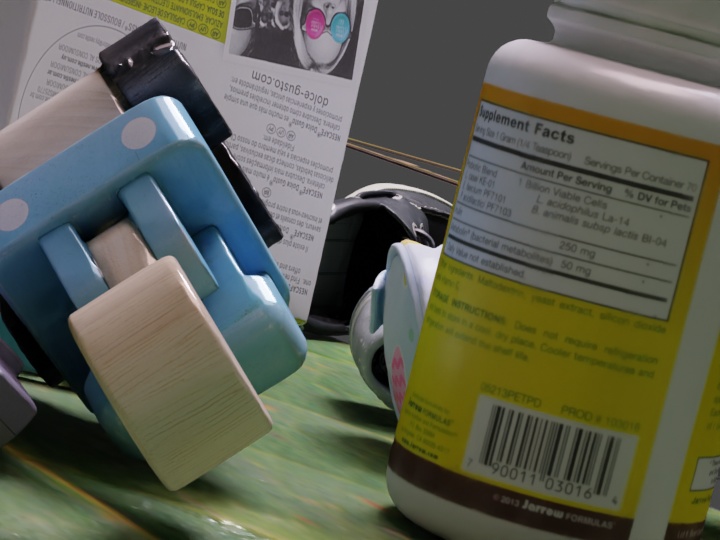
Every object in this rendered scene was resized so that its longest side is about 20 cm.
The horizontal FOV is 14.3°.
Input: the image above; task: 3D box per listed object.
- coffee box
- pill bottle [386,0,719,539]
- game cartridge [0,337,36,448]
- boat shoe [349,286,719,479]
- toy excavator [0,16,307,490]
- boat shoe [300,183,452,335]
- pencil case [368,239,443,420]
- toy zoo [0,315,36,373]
[{"bbox_3d":[-0.135,-0.099,1.190,0.199,0.199,0.199,9,-4,39],"label":"coffee box"},{"bbox_3d":[0.081,-0.005,0.953,0.108,0.201,0.109,14,5,-1],"label":"pill bottle"},{"bbox_3d":[-0.172,-0.023,0.923,0.130,0.038,0.200,55,-5,-26],"label":"game cartridge"},{"bbox_3d":[0.092,0.052,1.166,0.199,0.071,0.072,12,19,-1],"label":"boat shoe"},{"bbox_3d":[-0.061,0.013,0.901,0.200,0.100,0.195,56,-3,35],"label":"toy excavator"},{"bbox_3d":[0.000,-0.002,1.378,0.066,0.075,0.199,22,10,42],"label":"boat shoe"},{"bbox_3d":[0.106,0.019,1.096,0.198,0.083,0.091,-7,49,-10],"label":"pencil case"},{"bbox_3d":[-0.162,0.011,1.097,0.199,0.021,0.131,14,6,-9],"label":"toy zoo"}]
